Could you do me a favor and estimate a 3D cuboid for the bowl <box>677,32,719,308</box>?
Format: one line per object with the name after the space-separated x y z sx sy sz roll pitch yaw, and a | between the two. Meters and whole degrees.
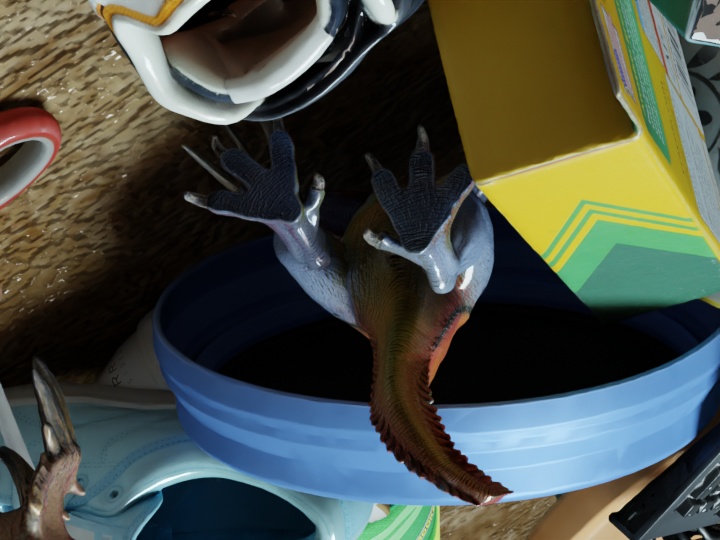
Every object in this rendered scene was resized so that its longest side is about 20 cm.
0.163 -0.054 0.956 0.201 0.201 0.094 -5 123 -49 | bowl

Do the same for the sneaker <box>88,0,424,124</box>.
-0.025 -0.078 0.747 0.078 0.079 0.200 -38 160 18 | sneaker

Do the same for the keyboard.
0.171 0.076 0.956 0.200 0.040 0.104 -5 147 -47 | keyboard

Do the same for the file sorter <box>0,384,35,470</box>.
-0.203 0.095 0.796 0.200 0.125 0.139 -17 168 -33 | file sorter

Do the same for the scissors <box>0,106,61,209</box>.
-0.149 0.007 0.866 0.073 0.014 0.200 -20 158 -34 | scissors

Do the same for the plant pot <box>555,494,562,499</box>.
0.147 0.018 1.117 0.200 0.134 0.200 -26 158 -11 | plant pot

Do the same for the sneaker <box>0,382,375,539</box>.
-0.093 0.082 0.936 0.200 0.074 0.082 -10 -164 12 | sneaker

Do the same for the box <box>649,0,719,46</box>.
0.183 -0.095 0.764 0.200 0.049 0.082 8 112 -21 | box

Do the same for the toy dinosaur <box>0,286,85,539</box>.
-0.123 0.018 0.721 0.136 0.200 0.086 1 175 -34 | toy dinosaur

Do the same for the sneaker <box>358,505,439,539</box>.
-0.054 0.113 1.178 0.200 0.074 0.084 -15 129 -30 | sneaker

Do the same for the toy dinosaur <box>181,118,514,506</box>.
0.000 0.000 0.861 0.105 0.200 0.181 -7 162 8 | toy dinosaur

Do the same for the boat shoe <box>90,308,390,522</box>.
-0.052 0.067 1.058 0.069 0.071 0.200 -34 150 10 | boat shoe

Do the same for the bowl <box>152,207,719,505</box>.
0.030 0.027 0.922 0.201 0.201 0.039 -16 114 -34 | bowl

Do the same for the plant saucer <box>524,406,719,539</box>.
0.153 0.082 1.041 0.200 0.032 0.200 -26 157 -12 | plant saucer

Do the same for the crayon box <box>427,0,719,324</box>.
0.059 -0.070 0.798 0.052 0.126 0.200 -16 161 12 | crayon box
